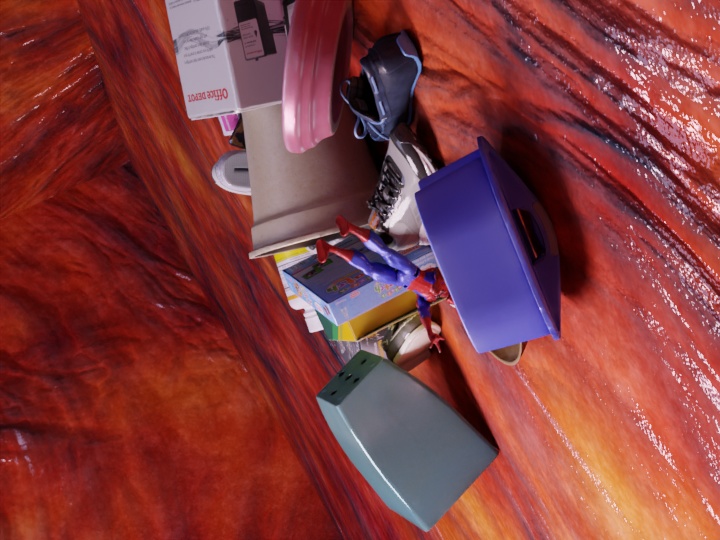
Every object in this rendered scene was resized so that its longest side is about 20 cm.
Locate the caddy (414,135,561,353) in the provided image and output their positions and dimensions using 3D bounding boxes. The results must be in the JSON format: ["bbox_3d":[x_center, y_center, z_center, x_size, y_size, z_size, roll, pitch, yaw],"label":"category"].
[{"bbox_3d":[0.127,-0.022,1.222,0.141,0.105,0.201,-72,-41,-76],"label":"caddy"}]

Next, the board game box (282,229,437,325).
[{"bbox_3d":[0.000,0.000,1.660,0.037,0.151,0.200,67,167,-17],"label":"board game box"}]

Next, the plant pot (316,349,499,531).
[{"bbox_3d":[0.046,0.209,1.742,0.200,0.141,0.141,48,168,-17],"label":"plant pot"}]

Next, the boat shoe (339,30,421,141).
[{"bbox_3d":[0.013,-0.195,1.423,0.084,0.068,0.200,60,167,20],"label":"boat shoe"}]

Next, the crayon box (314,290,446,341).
[{"bbox_3d":[0.024,0.042,1.702,0.051,0.126,0.200,65,166,-4],"label":"crayon box"}]

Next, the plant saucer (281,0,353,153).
[{"bbox_3d":[-0.043,-0.227,1.454,0.201,0.051,0.202,7,-90,-85],"label":"plant saucer"}]

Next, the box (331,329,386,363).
[{"bbox_3d":[-0.011,0.082,2.090,0.159,0.048,0.200,56,164,35],"label":"box"}]

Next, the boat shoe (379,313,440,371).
[{"bbox_3d":[0.060,0.089,1.767,0.060,0.072,0.202,56,170,13],"label":"boat shoe"}]

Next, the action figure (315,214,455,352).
[{"bbox_3d":[0.050,0.018,1.498,0.199,0.065,0.099,23,-149,-34],"label":"action figure"}]

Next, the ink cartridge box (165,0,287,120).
[{"bbox_3d":[-0.153,-0.280,1.515,0.146,0.083,0.201,6,108,59],"label":"ink cartridge box"}]

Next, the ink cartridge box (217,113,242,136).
[{"bbox_3d":[-0.154,-0.284,1.822,0.200,0.042,0.120,-64,-37,-52],"label":"ink cartridge box"}]

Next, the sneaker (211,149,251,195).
[{"bbox_3d":[-0.100,-0.130,1.749,0.071,0.199,0.073,-169,86,-65],"label":"sneaker"}]

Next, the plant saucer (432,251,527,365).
[{"bbox_3d":[0.131,0.002,1.399,0.201,0.035,0.200,60,167,24],"label":"plant saucer"}]

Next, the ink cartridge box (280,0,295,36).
[{"bbox_3d":[-0.099,-0.336,1.607,0.116,0.068,0.200,55,163,33],"label":"ink cartridge box"}]

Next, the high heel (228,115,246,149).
[{"bbox_3d":[-0.140,-0.262,1.741,0.201,0.142,0.071,64,167,2],"label":"high heel"}]

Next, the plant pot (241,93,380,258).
[{"bbox_3d":[-0.063,-0.128,1.638,0.200,0.199,0.184,161,94,-77],"label":"plant pot"}]

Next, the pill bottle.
[{"bbox_3d":[-0.068,-0.016,1.949,0.109,0.109,0.201,163,90,-77],"label":"pill bottle"}]

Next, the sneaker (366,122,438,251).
[{"bbox_3d":[0.046,-0.083,1.485,0.074,0.079,0.201,59,165,32],"label":"sneaker"}]

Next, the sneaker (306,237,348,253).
[{"bbox_3d":[-0.007,-0.018,1.866,0.200,0.075,0.081,51,-150,-1],"label":"sneaker"}]
